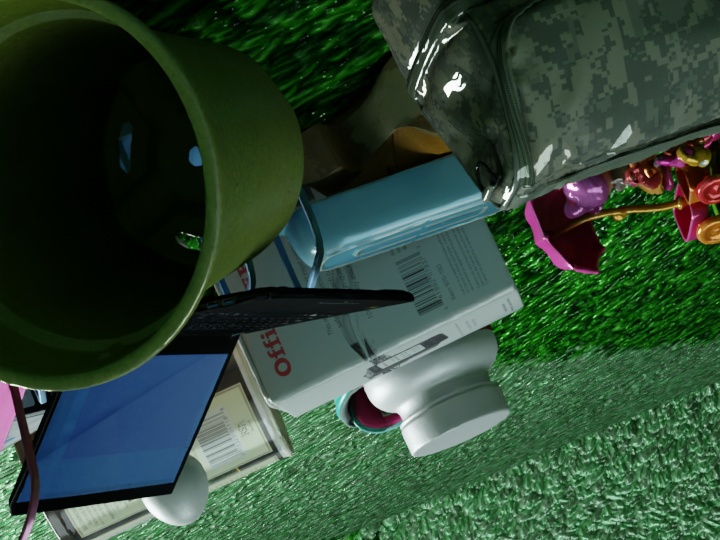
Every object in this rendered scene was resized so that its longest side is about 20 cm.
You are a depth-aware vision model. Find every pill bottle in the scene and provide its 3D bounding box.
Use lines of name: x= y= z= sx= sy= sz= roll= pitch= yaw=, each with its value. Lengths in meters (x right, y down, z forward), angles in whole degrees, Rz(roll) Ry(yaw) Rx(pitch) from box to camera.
pill bottle: x=0.039 y=0.038 z=1.584 sx=0.112 sy=0.201 sz=0.112 roll=-23 pitch=166 yaw=-6

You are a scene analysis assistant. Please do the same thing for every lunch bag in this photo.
lunch bag: x=0.129 y=-0.135 z=1.173 sx=0.199 sy=0.169 sz=0.139 roll=-20 pitch=166 yaw=-19

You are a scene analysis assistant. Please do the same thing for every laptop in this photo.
laptop: x=-0.086 y=0.076 z=1.200 sx=0.199 sy=0.104 sz=0.177 roll=-11 pitch=174 yaw=27

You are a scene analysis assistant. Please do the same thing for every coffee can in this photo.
coffee can: x=-0.173 y=0.127 z=1.669 sx=0.199 sy=0.147 sz=0.146 roll=-24 pitch=166 yaw=-1

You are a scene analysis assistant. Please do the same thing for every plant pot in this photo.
plant pot: x=-0.123 y=-0.051 z=1.070 sx=0.200 sy=0.201 sz=0.184 roll=-30 pitch=175 yaw=23

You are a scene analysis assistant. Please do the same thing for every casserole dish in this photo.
casserole dish: x=0.036 y=-0.044 z=1.389 sx=0.199 sy=0.039 sz=0.121 roll=-20 pitch=175 yaw=-8

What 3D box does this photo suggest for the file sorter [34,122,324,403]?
file sorter: x=-0.134 y=-0.016 z=1.265 sx=0.199 sy=0.123 sz=0.139 roll=-21 pitch=166 yaw=-13

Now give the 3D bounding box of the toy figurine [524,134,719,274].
toy figurine: x=0.230 y=-0.068 z=1.718 sx=0.183 sy=0.151 sz=0.201 roll=-14 pitch=143 yaw=-2

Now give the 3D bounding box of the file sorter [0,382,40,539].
file sorter: x=-0.287 y=0.122 z=1.092 sx=0.199 sy=0.126 sz=0.140 roll=14 pitch=115 yaw=-25

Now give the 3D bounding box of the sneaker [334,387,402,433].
sneaker: x=0.016 y=0.093 z=1.910 sx=0.083 sy=0.121 sz=0.200 roll=-28 pitch=166 yaw=17

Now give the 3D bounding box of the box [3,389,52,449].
box: x=-0.293 y=0.097 z=1.329 sx=0.116 sy=0.060 sz=0.200 roll=-29 pitch=170 yaw=29

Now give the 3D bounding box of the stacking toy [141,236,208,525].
stacking toy: x=-0.157 y=0.085 z=1.432 sx=0.145 sy=0.201 sz=0.146 roll=-23 pitch=165 yaw=-6

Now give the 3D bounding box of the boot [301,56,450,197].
boot: x=0.050 y=-0.108 z=1.377 sx=0.200 sy=0.071 sz=0.144 roll=-26 pitch=172 yaw=21

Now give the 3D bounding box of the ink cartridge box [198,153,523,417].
ink cartridge box: x=0.000 y=0.000 z=1.496 sx=0.199 sy=0.146 sz=0.083 roll=-25 pitch=167 yaw=4
